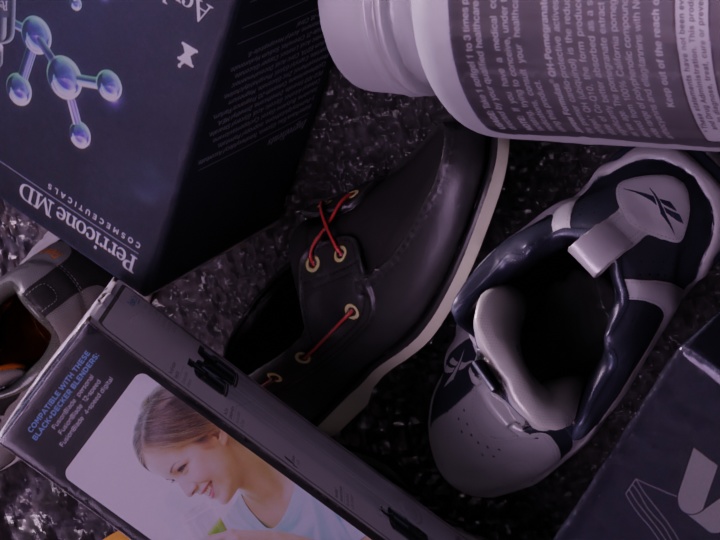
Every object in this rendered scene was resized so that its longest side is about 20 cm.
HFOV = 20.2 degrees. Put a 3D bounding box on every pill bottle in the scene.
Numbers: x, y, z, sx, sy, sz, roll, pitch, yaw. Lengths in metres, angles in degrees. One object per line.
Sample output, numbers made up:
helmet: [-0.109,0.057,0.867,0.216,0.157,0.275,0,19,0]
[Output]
pill bottle: [0.088,-0.101,0.739,0.199,0.111,0.111,6,113,32]

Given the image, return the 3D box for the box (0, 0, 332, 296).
box: [-0.092,-0.120,0.857,0.148,0.107,0.200,32,125,19]

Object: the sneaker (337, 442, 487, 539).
sneaker: [0.018,0.129,0.914,0.200,0.087,0.074,31,102,-6]

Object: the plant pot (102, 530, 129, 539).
plant pot: [-0.078,0.214,0.917,0.199,0.183,0.201,-3,121,-6]

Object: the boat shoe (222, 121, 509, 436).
boat shoe: [0.000,0.002,0.845,0.063,0.074,0.201,24,141,-13]

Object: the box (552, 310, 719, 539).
box: [0.177,0.134,0.773,0.197,0.117,0.200,38,127,14]

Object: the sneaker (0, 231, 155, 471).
sneaker: [-0.183,0.048,1.007,0.074,0.079,0.200,47,129,6]

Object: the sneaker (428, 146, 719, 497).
sneaker: [0.064,0.037,0.801,0.080,0.129,0.199,50,128,9]

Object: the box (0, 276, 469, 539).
box: [-0.041,0.091,0.803,0.200,0.117,0.060,37,95,-7]
